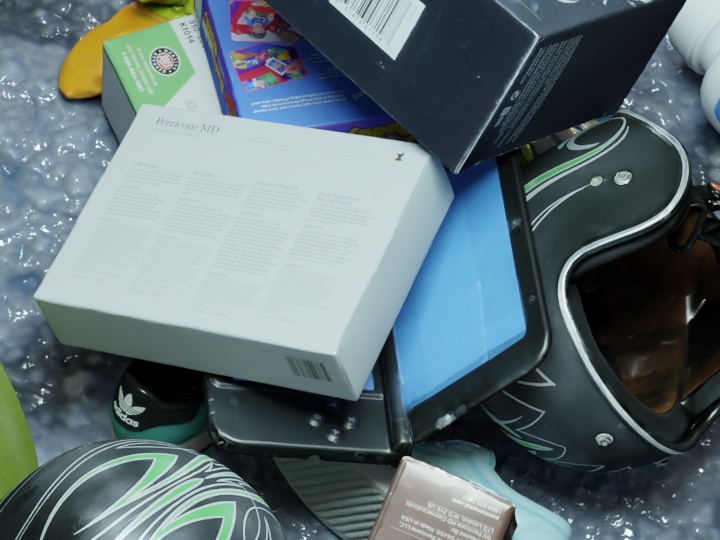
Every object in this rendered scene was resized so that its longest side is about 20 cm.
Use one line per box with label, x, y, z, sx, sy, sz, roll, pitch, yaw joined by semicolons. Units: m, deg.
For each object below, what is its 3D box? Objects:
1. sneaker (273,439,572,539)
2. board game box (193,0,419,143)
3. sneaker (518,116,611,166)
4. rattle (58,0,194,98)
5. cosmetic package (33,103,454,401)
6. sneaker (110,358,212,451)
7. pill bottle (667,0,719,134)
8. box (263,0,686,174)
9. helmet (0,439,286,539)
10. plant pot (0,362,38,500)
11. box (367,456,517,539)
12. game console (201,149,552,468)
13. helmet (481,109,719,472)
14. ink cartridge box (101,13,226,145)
sneaker;0.036;0.130;1.593;0.200;0.074;0.082;35;50;8
board game box;0.007;-0.137;1.663;0.199;0.045;0.135;-9;59;-13
sneaker;0.119;-0.142;1.741;0.075;0.105;0.201;-19;62;-17
rattle;-0.144;-0.226;1.711;0.142;0.200;0.131;-19;61;-16
cosmetic package;-0.066;-0.014;1.529;0.199;0.052;0.151;10;58;26
sneaker;-0.070;0.040;1.623;0.071;0.080;0.200;40;63;18
pill bottle;0.291;-0.107;1.732;0.112;0.112;0.200;-29;66;-21
box;0.058;-0.173;1.563;0.200;0.104;0.182;43;33;18
helmet;-0.128;0.187;1.467;0.200;0.200;0.191;39;79;17
plant pot;-0.277;0.075;1.512;0.186;0.200;0.188;3;58;-4
box;0.019;0.212;1.477;0.075;0.100;0.201;23;82;8
game console;0.000;0.000;1.540;0.175;0.117;0.201;5;47;-14
helmet;0.145;0.021;1.593;0.200;0.200;0.191;43;89;19
ink cartridge box;-0.048;-0.100;1.711;0.199;0.084;0.147;-20;63;-17
